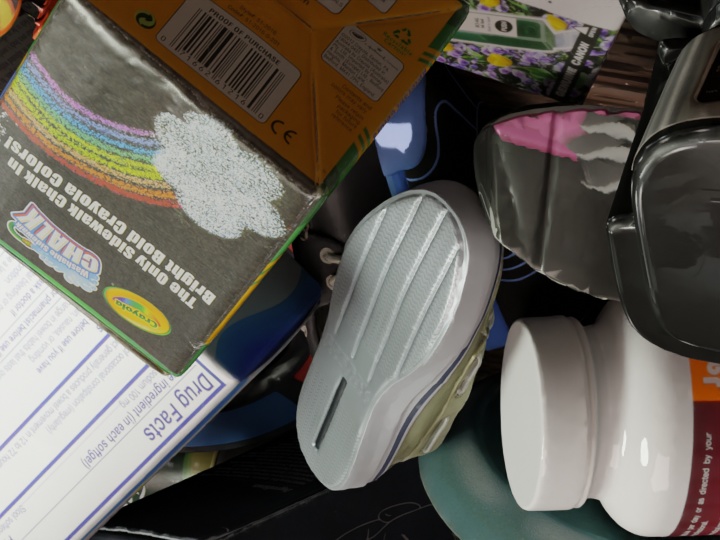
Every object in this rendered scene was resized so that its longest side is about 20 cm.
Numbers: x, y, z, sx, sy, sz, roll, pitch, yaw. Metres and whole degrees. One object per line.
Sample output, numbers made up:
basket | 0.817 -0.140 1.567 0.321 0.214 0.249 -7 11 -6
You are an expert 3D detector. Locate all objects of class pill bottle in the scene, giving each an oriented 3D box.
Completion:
pill bottle | 0.168 0.061 1.252 0.200 0.113 0.113 -2 149 -9

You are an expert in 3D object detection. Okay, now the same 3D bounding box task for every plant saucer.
plant saucer | 0.127 0.097 1.326 0.200 0.200 0.027 15 120 2

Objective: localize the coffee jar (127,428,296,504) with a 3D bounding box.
coffee jar | -0.129 0.084 1.498 0.200 0.085 0.104 13 152 5

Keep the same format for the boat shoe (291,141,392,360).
boat shoe | 0.000 0.000 1.299 0.074 0.060 0.200 -5 134 -4

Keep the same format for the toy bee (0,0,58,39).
toy bee | -0.164 -0.137 1.135 0.109 0.131 0.200 14 134 -9

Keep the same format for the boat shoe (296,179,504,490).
boat shoe | 0.025 0.024 1.242 0.062 0.072 0.200 -18 154 -30

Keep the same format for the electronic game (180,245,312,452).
electronic game | -0.090 0.016 1.371 0.200 0.042 0.200 1 132 1

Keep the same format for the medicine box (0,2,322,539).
medicine box | -0.155 0.013 1.277 0.200 0.103 0.182 45 123 -2

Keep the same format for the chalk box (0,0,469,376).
chalk box | -0.071 -0.055 1.115 0.125 0.124 0.200 39 142 -3

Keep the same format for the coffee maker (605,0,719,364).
coffee maker | 0.174 -0.063 1.026 0.135 0.200 0.192 -9 140 35

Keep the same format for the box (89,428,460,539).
box | -0.007 0.186 1.394 0.124 0.196 0.200 -1 107 52

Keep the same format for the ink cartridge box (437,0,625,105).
ink cartridge box | 0.012 -0.140 1.121 0.200 0.050 0.109 17 148 -3

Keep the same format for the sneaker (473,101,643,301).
sneaker | 0.140 -0.030 1.178 0.200 0.080 0.086 10 -166 -11

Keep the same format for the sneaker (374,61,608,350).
sneaker | 0.066 -0.035 1.253 0.078 0.070 0.200 -9 144 18
